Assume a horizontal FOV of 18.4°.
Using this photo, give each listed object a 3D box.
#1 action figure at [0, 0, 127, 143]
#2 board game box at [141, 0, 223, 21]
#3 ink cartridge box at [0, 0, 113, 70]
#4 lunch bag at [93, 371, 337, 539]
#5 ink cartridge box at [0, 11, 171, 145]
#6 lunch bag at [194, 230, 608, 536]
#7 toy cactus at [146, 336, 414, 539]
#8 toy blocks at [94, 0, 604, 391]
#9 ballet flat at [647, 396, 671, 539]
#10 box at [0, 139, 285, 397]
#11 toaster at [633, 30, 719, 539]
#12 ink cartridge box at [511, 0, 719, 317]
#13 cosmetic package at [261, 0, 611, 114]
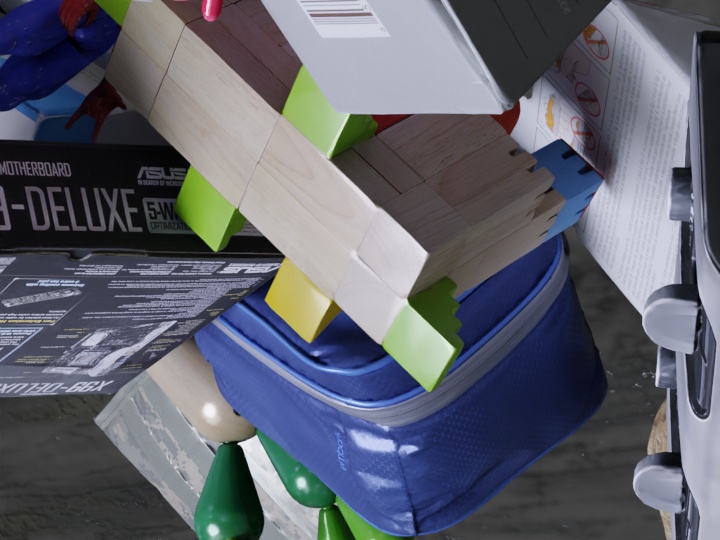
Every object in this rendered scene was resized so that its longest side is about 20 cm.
[{"bbox_3d":[-0.111,-0.093,0.867,0.052,0.200,0.066,43,156,30],"label":"action figure"},{"bbox_3d":[-0.048,-0.124,0.793,0.199,0.158,0.039,9,118,-11],"label":"board game box"},{"bbox_3d":[-0.140,-0.181,0.974,0.200,0.084,0.145,29,151,31],"label":"ink cartridge box"},{"bbox_3d":[-0.030,0.078,1.181,0.164,0.118,0.200,47,144,2],"label":"lunch bag"},{"bbox_3d":[-0.144,-0.052,1.059,0.128,0.200,0.126,32,113,28],"label":"ink cartridge box"},{"bbox_3d":[0.000,0.000,0.971,0.200,0.136,0.133,34,154,42],"label":"lunch bag"},{"bbox_3d":[-0.031,0.081,1.076,0.165,0.200,0.102,38,-170,20],"label":"toy cactus"},{"bbox_3d":[0.006,-0.064,0.839,0.200,0.137,0.100,44,135,17],"label":"toy blocks"},{"bbox_3d":[0.169,0.120,1.016,0.200,0.070,0.065,78,167,-47],"label":"ballet flat"},{"bbox_3d":[-0.148,0.003,0.868,0.158,0.199,0.050,-35,63,48],"label":"box"},{"bbox_3d":[0.186,0.029,0.681,0.199,0.119,0.181,5,139,8],"label":"toaster"},{"bbox_3d":[0.124,-0.043,0.851,0.200,0.050,0.161,54,162,26],"label":"ink cartridge box"},{"bbox_3d":[0.050,-0.143,0.597,0.090,0.200,0.107,7,140,56],"label":"cosmetic package"}]
